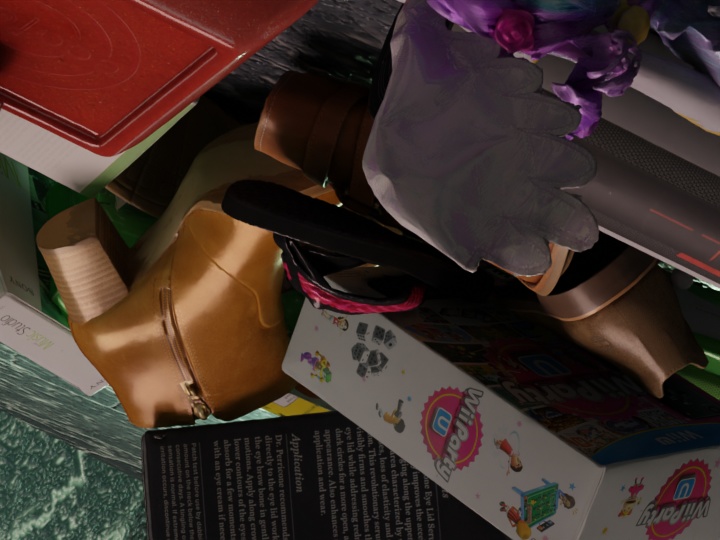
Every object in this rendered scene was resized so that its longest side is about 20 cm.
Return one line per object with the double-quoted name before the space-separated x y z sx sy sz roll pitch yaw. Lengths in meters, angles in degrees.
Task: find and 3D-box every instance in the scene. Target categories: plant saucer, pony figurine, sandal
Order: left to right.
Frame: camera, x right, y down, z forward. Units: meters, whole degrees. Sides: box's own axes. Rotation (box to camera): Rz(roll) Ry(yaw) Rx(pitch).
"plant saucer" -0.148 -0.120 1.343 0.199 0.037 0.200 26 155 -19
"sandal" 0.000 0.000 1.417 0.075 0.045 0.200 30 -175 32
"pony figurine" 0.045 -0.092 0.962 0.193 0.167 0.200 24 -171 42

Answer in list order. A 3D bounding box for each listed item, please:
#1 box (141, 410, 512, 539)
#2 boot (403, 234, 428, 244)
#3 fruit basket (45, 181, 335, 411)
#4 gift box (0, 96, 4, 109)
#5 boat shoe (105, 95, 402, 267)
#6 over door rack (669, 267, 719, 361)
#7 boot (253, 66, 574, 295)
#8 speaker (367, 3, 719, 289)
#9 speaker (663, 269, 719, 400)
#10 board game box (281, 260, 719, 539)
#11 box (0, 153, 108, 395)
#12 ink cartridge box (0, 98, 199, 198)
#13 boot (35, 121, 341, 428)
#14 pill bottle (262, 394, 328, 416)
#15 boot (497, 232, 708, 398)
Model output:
"box" -0.007 0.137 1.627 0.199 0.105 0.148 -7 168 6
"boot" 0.087 0.033 1.693 0.155 0.073 0.200 15 170 37
"fruit basket" -0.078 -0.004 1.695 0.199 0.094 0.185 19 -149 -19
"gift box" -0.277 -0.021 1.391 0.184 0.201 0.187 19 173 -13
"boat shoe" -0.071 -0.047 1.613 0.199 0.074 0.069 25 172 6
"over door rack" 0.249 0.057 1.387 0.200 0.067 0.148 14 152 39
"boot" 0.028 -0.050 1.380 0.154 0.074 0.200 25 169 -6
"speaker" 0.108 -0.053 1.168 0.200 0.081 0.081 26 170 -17
"speaker" 0.213 0.064 1.550 0.199 0.089 0.088 20 170 11
"board game box" 0.083 0.067 1.466 0.200 0.064 0.147 34 -155 35
"box" -0.205 -0.038 1.695 0.036 0.201 0.144 -28 152 14
"ink cartridge box" -0.188 -0.115 1.475 0.200 0.048 0.145 27 153 -17
"boot" -0.057 0.006 1.556 0.201 0.071 0.144 -18 127 16
"pill bottle" 0.002 0.058 1.907 0.200 0.112 0.111 26 169 -25
"boot" 0.119 0.021 1.444 0.076 0.074 0.200 52 180 -8
